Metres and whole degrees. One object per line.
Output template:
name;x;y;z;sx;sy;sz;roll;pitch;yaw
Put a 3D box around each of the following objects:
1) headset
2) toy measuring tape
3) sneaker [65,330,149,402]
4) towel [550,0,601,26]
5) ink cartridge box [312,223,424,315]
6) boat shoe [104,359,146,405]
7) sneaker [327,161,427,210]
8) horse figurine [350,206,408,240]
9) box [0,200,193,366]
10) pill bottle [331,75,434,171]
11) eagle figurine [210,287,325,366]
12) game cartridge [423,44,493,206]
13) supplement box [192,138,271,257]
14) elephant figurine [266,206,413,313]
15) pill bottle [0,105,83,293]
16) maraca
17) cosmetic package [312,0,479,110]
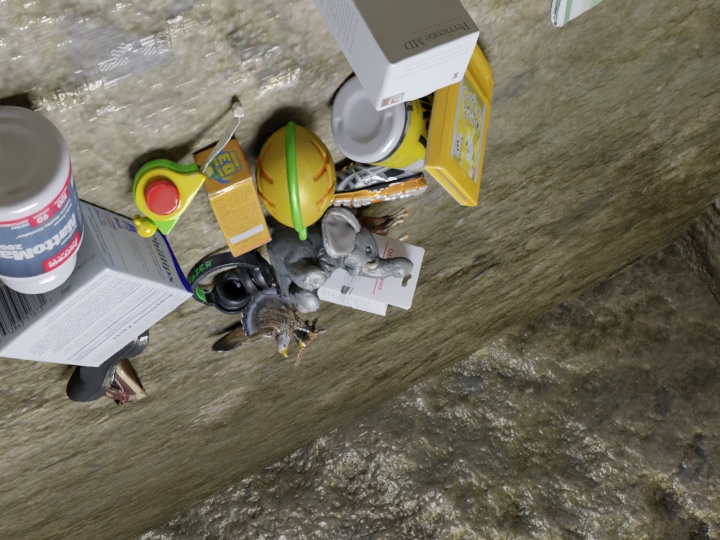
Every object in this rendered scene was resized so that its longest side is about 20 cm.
headset;-0.196;0.010;1.361;0.123;0.095;0.198;-36;146;28
toy measuring tape;-0.217;-0.127;0.976;0.201;0.073;0.073;-54;156;12
sneaker;-0.423;0.136;1.306;0.200;0.077;0.090;-47;147;22
towel;0.354;-0.436;1.142;0.198;0.031;0.149;-34;164;-1
ink cartridge box;0.000;0.000;1.371;0.196;0.118;0.068;14;160;7
boat shoe;-0.428;0.199;1.442;0.071;0.073;0.200;-27;167;-15
sneaker;0.002;-0.141;1.259;0.195;0.079;0.078;-10;178;-6
horse figurine;0.021;-0.072;1.481;0.130;0.051;0.200;-18;167;-1
box;-0.351;0.025;1.061;0.182;0.106;0.200;-35;161;10
pill bottle;0.057;-0.198;1.127;0.114;0.116;0.198;-40;160;27
eagle figurine;-0.171;0.107;1.574;0.197;0.150;0.155;17;92;-28
game cartridge;0.141;-0.210;1.125;0.032;0.205;0.176;7;172;25
supplement box;-0.170;-0.093;1.105;0.068;0.068;0.201;-24;161;-6
elephant figurine;-0.039;-0.034;1.293;0.198;0.141;0.157;-32;131;-19
pill bottle;-0.346;-0.060;0.834;0.118;0.121;0.201;-23;160;-21
maraca;-0.085;-0.117;1.094;0.104;0.140;0.200;-1;166;0
cosmetic package;0.016;-0.261;0.764;0.100;0.202;0.074;-24;161;-20
